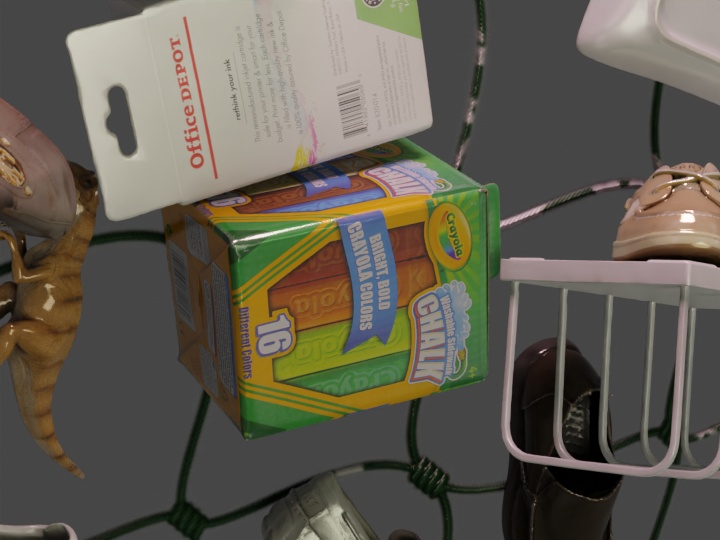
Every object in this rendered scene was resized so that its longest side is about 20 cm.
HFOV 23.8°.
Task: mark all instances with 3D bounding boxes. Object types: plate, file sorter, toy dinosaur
[{"bbox_3d":[0.256,-0.202,1.094,0.199,0.032,0.200,16,101,-29],"label":"plate"},{"bbox_3d":[0.198,0.064,1.045,0.200,0.139,0.125,9,84,-44],"label":"file sorter"},{"bbox_3d":[-0.185,0.039,0.959,0.106,0.060,0.200,2,108,-28],"label":"toy dinosaur"}]

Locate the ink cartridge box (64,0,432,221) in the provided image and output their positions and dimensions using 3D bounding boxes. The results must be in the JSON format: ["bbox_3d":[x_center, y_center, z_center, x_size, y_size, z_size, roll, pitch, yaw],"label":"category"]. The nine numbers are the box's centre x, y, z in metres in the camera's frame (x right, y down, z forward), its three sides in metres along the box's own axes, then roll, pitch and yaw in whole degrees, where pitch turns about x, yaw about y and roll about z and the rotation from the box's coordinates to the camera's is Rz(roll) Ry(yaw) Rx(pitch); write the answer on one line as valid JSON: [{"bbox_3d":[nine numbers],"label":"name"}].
[{"bbox_3d":[-0.067,-0.113,0.952,0.200,0.067,0.117,-18,117,-20],"label":"ink cartridge box"}]

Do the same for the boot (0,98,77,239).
[{"bbox_3d":[-0.221,-0.103,0.804,0.064,0.200,0.186,-45,122,-4],"label":"boot"}]

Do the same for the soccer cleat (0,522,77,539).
[{"bbox_3d":[-0.177,0.196,1.017,0.200,0.069,0.085,33,108,-27],"label":"soccer cleat"}]

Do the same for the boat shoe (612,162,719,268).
[{"bbox_3d":[0.193,-0.035,1.047,0.072,0.200,0.065,5,92,9],"label":"boat shoe"}]

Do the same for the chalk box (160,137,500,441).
[{"bbox_3d":[0.000,0.000,0.995,0.200,0.124,0.125,-13,115,-21],"label":"chalk box"}]

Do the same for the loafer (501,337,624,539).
[{"bbox_3d":[0.138,0.147,1.148,0.073,0.071,0.200,-18,116,-18],"label":"loafer"}]

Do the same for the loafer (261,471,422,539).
[{"bbox_3d":[0.021,0.205,1.116,0.070,0.070,0.200,-43,121,5],"label":"loafer"}]
